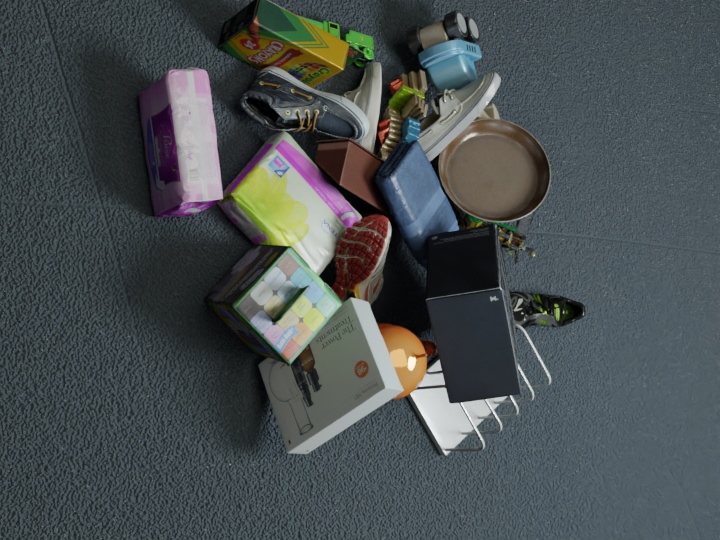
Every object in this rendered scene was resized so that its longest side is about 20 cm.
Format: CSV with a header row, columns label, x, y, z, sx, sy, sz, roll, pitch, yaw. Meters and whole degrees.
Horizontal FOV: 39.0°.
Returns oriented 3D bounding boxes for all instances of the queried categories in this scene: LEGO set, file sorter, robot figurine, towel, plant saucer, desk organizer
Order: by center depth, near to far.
label,x,y,z,sx,sy,sz,roll,pitch,yaw
robot figurine,0.029,0.140,1.567,0.143,0.200,0.117,24,81,-18
desk organizer,0.009,-0.137,1.647,0.200,0.071,0.077,27,70,-48
towel,0.091,-0.106,1.657,0.112,0.048,0.200,-53,132,-31
file sorter,0.203,0.198,1.724,0.200,0.124,0.139,-37,102,-32
plant saucer,0.232,-0.171,1.783,0.199,0.032,0.201,2,68,-6
LEGO set,0.259,-0.120,1.847,0.153,0.116,0.201,13,68,-1

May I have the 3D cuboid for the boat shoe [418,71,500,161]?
label,x,y,z,sx,sy,sz,roll,pitch,yaw
boat shoe,0.153,-0.276,1.750,0.070,0.200,0.071,39,23,-17

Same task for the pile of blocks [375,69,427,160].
label,x,y,z,sx,sy,sz,roll,pitch,yaw
pile of blocks,0.064,-0.255,1.733,0.062,0.082,0.201,17,72,-26

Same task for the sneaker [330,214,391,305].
label,x,y,z,sx,sy,sz,roll,pitch,yaw
sneaker,0.000,0.000,1.615,0.082,0.078,0.201,-16,134,-56

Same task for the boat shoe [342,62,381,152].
label,x,y,z,sx,sy,sz,roll,pitch,yaw
boat shoe,-0.003,-0.269,1.699,0.068,0.072,0.201,7,64,2

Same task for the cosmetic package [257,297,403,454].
label,x,y,z,sx,sy,sz,roll,pitch,yaw
cosmetic package,-0.048,0.156,1.489,0.052,0.200,0.151,14,45,-53

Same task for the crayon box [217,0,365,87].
label,x,y,z,sx,sy,sz,roll,pitch,yaw
crayon box,-0.108,-0.347,1.605,0.199,0.127,0.051,22,71,-28

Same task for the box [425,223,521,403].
label,x,y,z,sx,sy,sz,roll,pitch,yaw
box,0.176,0.066,1.598,0.199,0.123,0.201,-83,161,-60

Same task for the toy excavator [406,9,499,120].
label,x,y,z,sx,sy,sz,roll,pitch,yaw
toy excavator,0.178,-0.339,1.806,0.194,0.099,0.201,-9,85,-63

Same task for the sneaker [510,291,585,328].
label,x,y,z,sx,sy,sz,roll,pitch,yaw
sneaker,0.329,0.070,1.854,0.199,0.083,0.071,1,81,-33

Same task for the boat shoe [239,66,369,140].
label,x,y,z,sx,sy,sz,roll,pitch,yaw
boat shoe,-0.089,-0.241,1.595,0.199,0.071,0.091,26,46,4

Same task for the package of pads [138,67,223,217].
label,x,y,z,sx,sy,sz,roll,pitch,yaw
package of pads,-0.261,-0.183,1.478,0.075,0.120,0.201,-5,84,-34

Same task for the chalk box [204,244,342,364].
label,x,y,z,sx,sy,sz,roll,pitch,yaw
chalk box,-0.120,0.047,1.474,0.124,0.200,0.124,-47,110,-15

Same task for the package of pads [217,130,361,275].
label,x,y,z,sx,sy,sz,roll,pitch,yaw
package of pads,-0.110,-0.092,1.591,0.200,0.068,0.155,47,63,-20

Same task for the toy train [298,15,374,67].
label,x,y,z,sx,sy,sz,roll,pitch,yaw
toy train,-0.062,-0.389,1.697,0.199,0.042,0.057,9,67,-32
